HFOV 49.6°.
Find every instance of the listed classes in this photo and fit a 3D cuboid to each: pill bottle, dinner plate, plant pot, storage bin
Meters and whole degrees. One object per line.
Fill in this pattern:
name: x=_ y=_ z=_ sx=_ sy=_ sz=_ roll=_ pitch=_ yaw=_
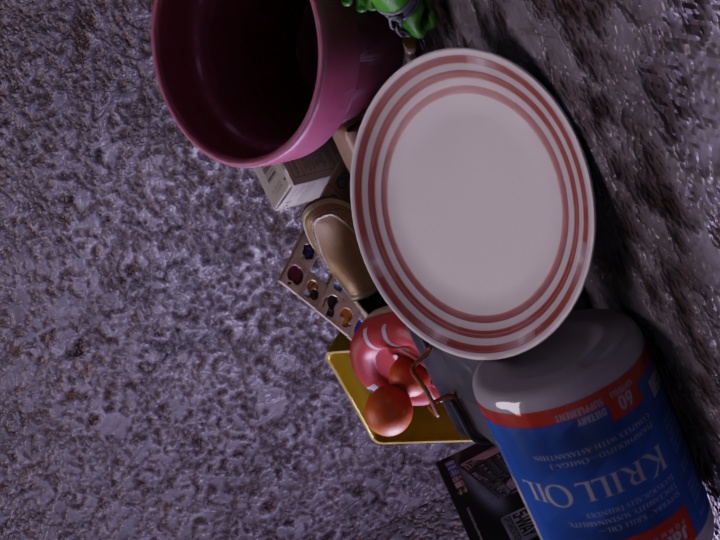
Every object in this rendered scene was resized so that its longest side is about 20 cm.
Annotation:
pill bottle: x=0.160 y=0.136 z=0.506 sx=0.200 sy=0.112 sz=0.112 roll=63 pitch=180 yaw=-12
dinner plate: x=0.067 y=-0.041 z=0.506 sx=0.200 sy=0.024 sz=0.201 roll=15 pitch=111 yaw=44
plant pot: x=0.096 y=0.113 z=1.111 sx=0.200 sy=0.199 sz=0.177 roll=64 pitch=-149 yaw=-35
storage bin: x=0.126 y=0.081 z=0.645 sx=0.200 sy=0.145 sz=0.134 roll=64 pitch=170 yaw=-25
plant pot: x=-0.058 y=-0.204 z=0.712 sx=0.179 sy=0.200 sz=0.201 roll=-22 pitch=-95 yaw=-52

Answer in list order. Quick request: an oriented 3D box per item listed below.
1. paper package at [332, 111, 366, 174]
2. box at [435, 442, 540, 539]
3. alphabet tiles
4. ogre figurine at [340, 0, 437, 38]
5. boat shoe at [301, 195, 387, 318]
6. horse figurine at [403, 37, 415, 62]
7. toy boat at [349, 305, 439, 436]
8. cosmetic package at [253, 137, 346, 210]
paper package: x=0.052 y=-0.095 z=0.861 sx=0.191 sy=0.103 sz=0.200 roll=-116 pitch=1 yaw=-72
box: x=0.164 y=0.199 z=0.689 sx=0.050 sy=0.157 sz=0.200 roll=64 pitch=-179 yaw=-13
alphabet tiles: x=-0.002 y=-0.008 z=0.963 sx=0.008 sy=0.168 sz=0.200 roll=5 pitch=152 yaw=44
ogre figurine: x=-0.018 y=-0.263 z=0.542 sx=0.120 sy=0.098 sz=0.201 roll=-10 pitch=-92 yaw=-72
boat shoe: x=0.000 y=0.000 z=0.880 sx=0.200 sy=0.071 sz=0.076 roll=50 pitch=-158 yaw=-43
horse figurine: x=0.076 y=-0.093 z=0.612 sx=0.200 sy=0.050 sz=0.133 roll=-110 pitch=5 yaw=-45
toy boat: x=0.049 y=0.115 z=0.823 sx=0.130 sy=0.131 sz=0.200 roll=40 pitch=160 yaw=-11
cosmetic package: x=-0.036 y=-0.157 z=1.001 sx=0.073 sy=0.200 sz=0.104 roll=-42 pitch=70 yaw=55
